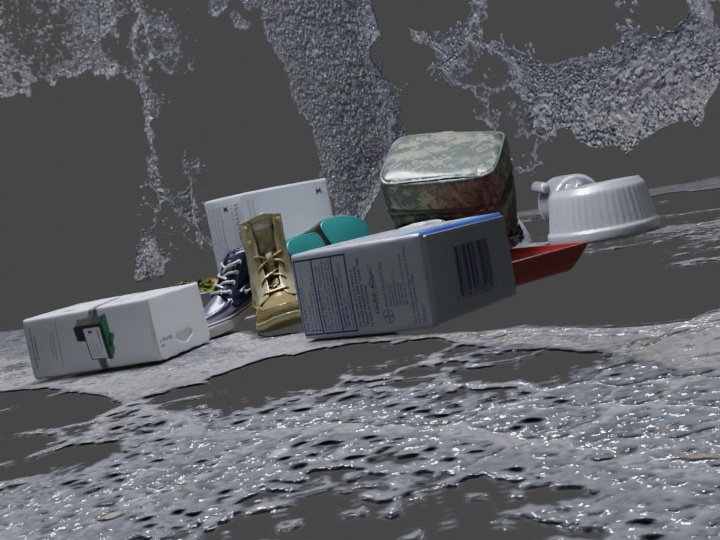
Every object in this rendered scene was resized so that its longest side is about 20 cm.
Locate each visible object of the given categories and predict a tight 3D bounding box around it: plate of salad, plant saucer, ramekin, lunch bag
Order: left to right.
[{"bbox_3d":[-0.394,0.044,2.258,0.196,0.049,0.200,-12,5,1],"label":"plate of salad"},{"bbox_3d":[0.142,-0.106,1.456,0.196,0.170,0.141,-3,40,19],"label":"lunch bag"},{"bbox_3d":[0.179,0.002,1.316,0.197,0.037,0.199,-14,4,-32],"label":"plant saucer"},{"bbox_3d":[0.428,-0.109,1.720,0.198,0.096,0.202,-12,4,1],"label":"ramekin"}]

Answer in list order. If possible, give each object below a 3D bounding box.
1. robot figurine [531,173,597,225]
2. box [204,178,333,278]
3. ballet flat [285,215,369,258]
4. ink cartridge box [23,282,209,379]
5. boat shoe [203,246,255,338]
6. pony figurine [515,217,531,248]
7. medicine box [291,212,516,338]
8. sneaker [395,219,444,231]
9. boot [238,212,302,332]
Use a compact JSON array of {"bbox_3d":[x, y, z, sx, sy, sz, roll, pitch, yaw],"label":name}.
[{"bbox_3d":[0.447,-0.147,2.056,0.168,0.114,0.200,28,0,-7],"label":"robot figurine"},{"bbox_3d":[-0.150,-0.046,1.716,0.198,0.203,0.130,-14,5,-41],"label":"box"},{"bbox_3d":[-0.068,-0.036,1.500,0.199,0.068,0.070,-24,-10,-48],"label":"ballet flat"},{"bbox_3d":[-0.323,0.080,1.293,0.196,0.086,0.146,-10,4,19],"label":"ink cartridge box"},{"bbox_3d":[-0.197,0.026,1.419,0.074,0.094,0.199,-4,20,37],"label":"boat shoe"},{"bbox_3d":[0.176,-0.081,1.611,0.165,0.196,0.199,-10,-17,-41],"label":"pony figurine"},{"bbox_3d":[0.051,0.006,1.135,0.197,0.105,0.181,-7,5,39],"label":"medicine box"},{"bbox_3d":[0.039,-0.026,1.361,0.196,0.072,0.094,-20,-18,3],"label":"sneaker"},{"bbox_3d":[-0.123,-0.001,1.327,0.071,0.159,0.200,-11,4,-6],"label":"boot"}]
